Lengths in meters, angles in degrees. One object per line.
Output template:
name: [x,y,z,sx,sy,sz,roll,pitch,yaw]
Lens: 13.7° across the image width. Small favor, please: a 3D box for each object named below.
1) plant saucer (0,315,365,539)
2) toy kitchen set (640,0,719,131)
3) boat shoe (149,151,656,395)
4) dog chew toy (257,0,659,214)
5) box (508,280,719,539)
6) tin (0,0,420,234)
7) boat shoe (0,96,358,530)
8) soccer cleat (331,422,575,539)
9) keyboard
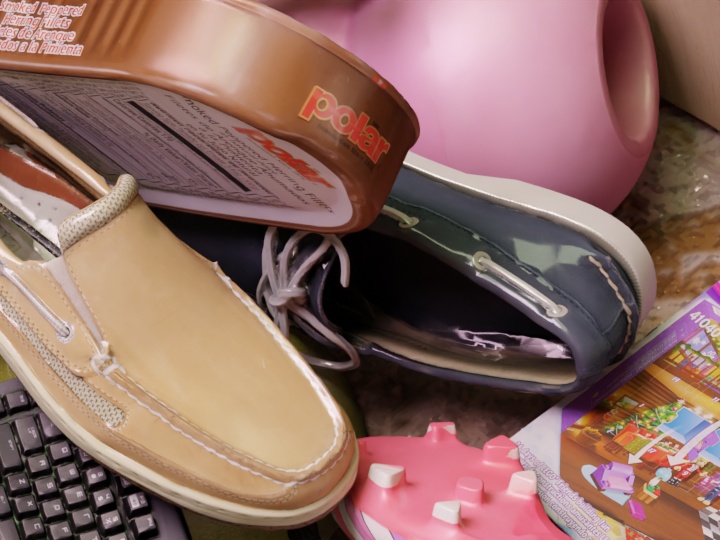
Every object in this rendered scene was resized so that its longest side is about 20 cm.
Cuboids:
plant saucer: [-0.095,0.043,1.037,0.198,0.031,0.201,6,36,-4]
toy kitchen set: [0.127,-0.186,1.112,0.163,0.181,0.200,-42,54,-21]
boat shoe: [0.000,0.000,1.020,0.199,0.075,0.062,17,40,20]
dog chew toy: [0.005,-0.061,1.092,0.199,0.125,0.125,-8,47,24]
box: [0.153,0.085,0.959,0.137,0.039,0.200,-36,47,-12]
tin: [-0.068,-0.055,0.972,0.199,0.112,0.042,9,73,45]
boat shoe: [-0.082,0.004,0.946,0.199,0.076,0.072,34,52,15]
soccer cleat: [0.049,0.107,0.935,0.066,0.077,0.200,-9,22,-34]
keyboard: [-0.055,0.114,0.941,0.126,0.021,0.201,-14,65,-17]
